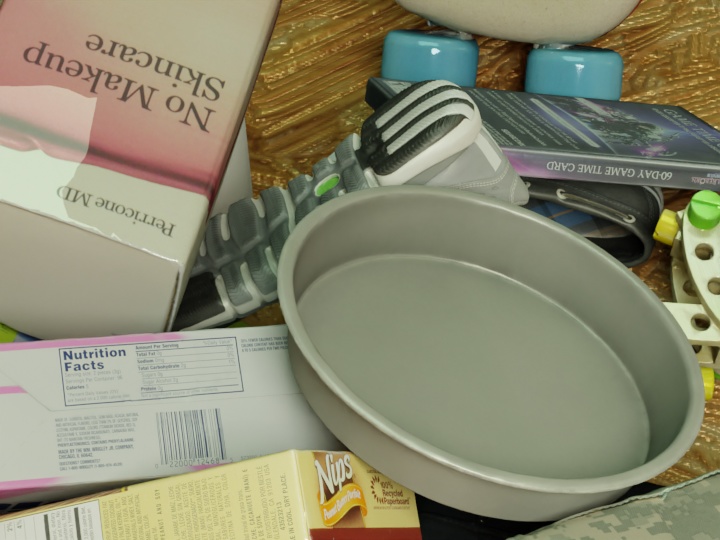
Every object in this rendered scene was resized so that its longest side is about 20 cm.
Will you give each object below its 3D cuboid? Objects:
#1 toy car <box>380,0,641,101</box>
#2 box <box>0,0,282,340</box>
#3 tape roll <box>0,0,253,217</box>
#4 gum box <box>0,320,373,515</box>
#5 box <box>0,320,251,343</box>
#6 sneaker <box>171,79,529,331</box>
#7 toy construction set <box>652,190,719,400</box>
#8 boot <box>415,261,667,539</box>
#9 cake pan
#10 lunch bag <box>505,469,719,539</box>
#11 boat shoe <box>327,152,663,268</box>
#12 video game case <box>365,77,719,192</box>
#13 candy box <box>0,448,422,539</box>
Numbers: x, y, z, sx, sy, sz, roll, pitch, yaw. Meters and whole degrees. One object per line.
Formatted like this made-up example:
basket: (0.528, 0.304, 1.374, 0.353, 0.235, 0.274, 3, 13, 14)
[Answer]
toy car: (0.109, -0.211, 1.374, 0.176, 0.185, 0.200, 7, 13, 12)
box: (-0.124, -0.074, 1.044, 0.127, 0.109, 0.200, 18, 57, -4)
tape roll: (-0.165, -0.081, 1.226, 0.202, 0.140, 0.203, -3, 39, 2)
gum box: (-0.101, 0.073, 0.985, 0.199, 0.113, 0.066, -3, 75, -22)
box: (-0.159, 0.032, 1.090, 0.200, 0.048, 0.122, 30, 41, -10)
sneaker: (0.000, 0.000, 1.085, 0.200, 0.115, 0.075, -33, 36, 17)
toy construction set: (0.130, 0.012, 1.127, 0.199, 0.092, 0.132, -3, 64, 14)
boot: (0.101, 0.100, 1.008, 0.168, 0.076, 0.201, 11, 67, 20)
cake pan: (0.054, 0.037, 0.949, 0.200, 0.037, 0.201, 14, 36, -10)
lunch bag: (0.161, 0.177, 0.873, 0.163, 0.118, 0.200, -15, 65, -13)
boat shoe: (0.072, -0.036, 1.210, 0.199, 0.069, 0.057, 3, 40, 4)
video game case: (0.116, -0.076, 1.199, 0.199, 0.019, 0.143, 5, 17, -17)
candy box: (-0.085, 0.124, 0.939, 0.199, 0.115, 0.056, -16, 77, 24)
